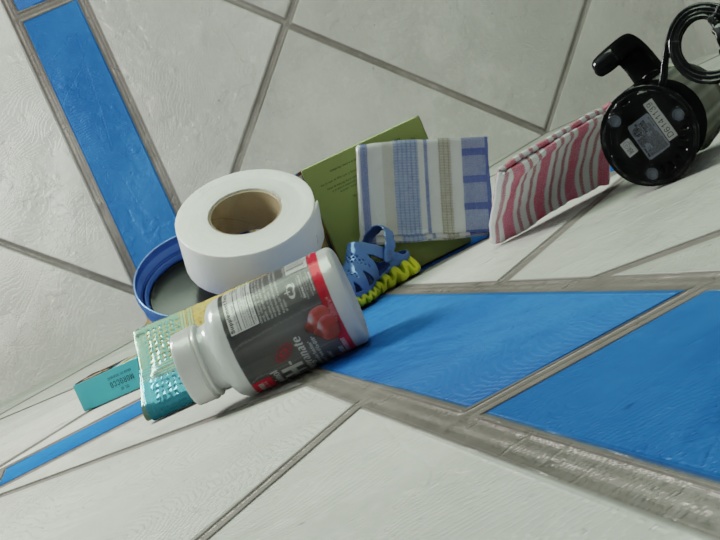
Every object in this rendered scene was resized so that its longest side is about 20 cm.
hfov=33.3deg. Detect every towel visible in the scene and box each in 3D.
[{"bbox_3d":[0.091,-0.114,1.730,0.196,0.150,0.024,-5,2,-4],"label":"towel"},{"bbox_3d":[0.251,-0.122,1.551,0.198,0.030,0.147,-30,-32,-17],"label":"towel"},{"bbox_3d":[-0.188,0.095,1.504,0.197,0.022,0.148,-23,47,7],"label":"towel"}]

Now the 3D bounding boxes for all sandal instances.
[{"bbox_3d":[0.000,0.000,1.653,0.079,0.088,0.199,-19,10,39],"label":"sandal"}]

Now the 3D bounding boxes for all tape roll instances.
[{"bbox_3d":[-0.153,-0.055,1.668,0.199,0.072,0.204,-6,38,5],"label":"tape roll"}]

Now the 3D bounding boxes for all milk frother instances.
[{"bbox_3d":[0.393,-0.220,1.437,0.198,0.183,0.188,-17,9,30],"label":"milk frother"}]

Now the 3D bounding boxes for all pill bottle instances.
[{"bbox_3d":[-0.099,0.065,1.285,0.198,0.112,0.111,-25,5,4],"label":"pill bottle"}]

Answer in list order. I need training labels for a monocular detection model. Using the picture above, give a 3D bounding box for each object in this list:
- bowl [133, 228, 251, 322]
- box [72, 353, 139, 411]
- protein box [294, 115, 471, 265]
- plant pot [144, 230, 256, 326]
[{"bbox_3d":[-0.217,0.013,1.687,0.197,0.040,0.202,-6,39,5],"label":"bowl"},{"bbox_3d":[-0.374,0.168,2.010,0.198,0.050,0.082,-24,5,17],"label":"box"},{"bbox_3d":[0.029,-0.093,1.809,0.196,0.202,0.135,-25,4,-8],"label":"protein box"},{"bbox_3d":[-0.223,0.055,1.803,0.200,0.188,0.185,-43,14,-33],"label":"plant pot"}]
